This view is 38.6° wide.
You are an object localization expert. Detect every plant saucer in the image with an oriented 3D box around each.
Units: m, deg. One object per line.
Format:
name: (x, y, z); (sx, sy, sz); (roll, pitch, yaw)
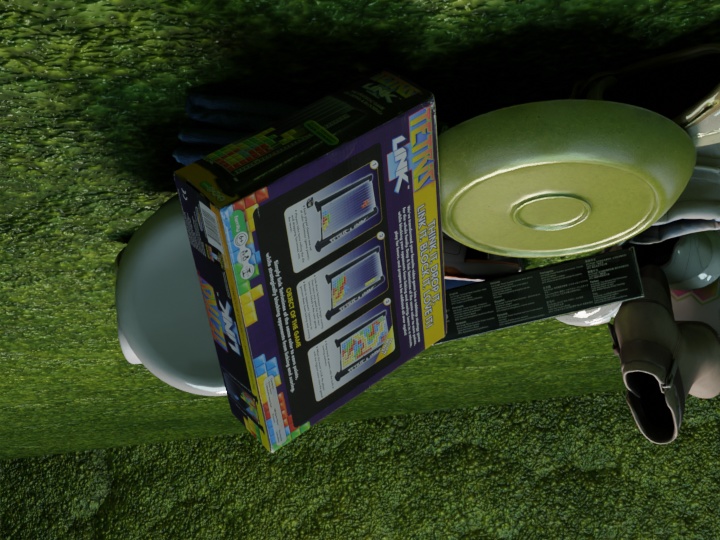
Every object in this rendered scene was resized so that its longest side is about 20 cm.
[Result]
plant saucer: (0.131, -0.052, 0.709); (0.195, 0.032, 0.201); (1, 158, 0)

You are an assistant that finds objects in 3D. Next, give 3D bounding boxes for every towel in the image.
towel: (-0.041, -0.072, 0.755); (0.110, 0.050, 0.199); (10, 173, 27)

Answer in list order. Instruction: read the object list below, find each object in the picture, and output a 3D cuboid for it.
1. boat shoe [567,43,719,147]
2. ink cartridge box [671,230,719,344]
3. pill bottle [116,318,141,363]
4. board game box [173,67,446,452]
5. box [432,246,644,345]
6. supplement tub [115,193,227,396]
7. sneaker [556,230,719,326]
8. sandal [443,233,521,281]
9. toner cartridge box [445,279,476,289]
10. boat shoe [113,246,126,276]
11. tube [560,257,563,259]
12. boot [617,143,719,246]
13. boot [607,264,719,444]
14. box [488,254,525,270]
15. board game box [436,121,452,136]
boat shoe: (0.176, -0.108, 0.711); (0.197, 0.075, 0.066); (-20, 152, 32)
ink cartridge box: (0.384, 0.000, 1.039); (0.075, 0.151, 0.198); (10, 160, -42)
pill bottle: (-0.164, 0.053, 1.145); (0.196, 0.114, 0.111); (-6, 166, 7)
board game box: (-0.022, -0.006, 0.672); (0.164, 0.203, 0.056); (-31, -136, -28)
box: (0.137, 0.024, 0.899); (0.196, 0.049, 0.193); (-13, 175, 9)
supplement tub: (-0.112, 0.006, 0.813); (0.141, 0.148, 0.200); (-3, -172, -6)
sneaker: (0.258, -0.004, 1.036); (0.198, 0.077, 0.091); (-26, 149, 37)
sandal: (0.057, -0.026, 1.016); (0.202, 0.061, 0.079); (5, 176, 19)
toner cartridge box: (0.034, 0.042, 1.123); (0.195, 0.044, 0.095); (-4, 164, 2)
boat shoe: (-0.145, -0.008, 1.030); (0.196, 0.073, 0.073); (10, 133, -14)
tube: (0.255, -0.069, 0.860); (0.196, 0.079, 0.051); (-16, -154, 9)
boot: (0.192, -0.068, 0.802); (0.195, 0.098, 0.074); (-4, 167, 5)
boot: (0.288, 0.099, 0.959); (0.069, 0.148, 0.201); (-18, 124, 34)
box: (0.114, 0.012, 1.203); (0.158, 0.050, 0.200); (-8, 164, 11)
board game box: (0.048, -0.081, 0.794); (0.103, 0.024, 0.200); (11, 173, 23)
